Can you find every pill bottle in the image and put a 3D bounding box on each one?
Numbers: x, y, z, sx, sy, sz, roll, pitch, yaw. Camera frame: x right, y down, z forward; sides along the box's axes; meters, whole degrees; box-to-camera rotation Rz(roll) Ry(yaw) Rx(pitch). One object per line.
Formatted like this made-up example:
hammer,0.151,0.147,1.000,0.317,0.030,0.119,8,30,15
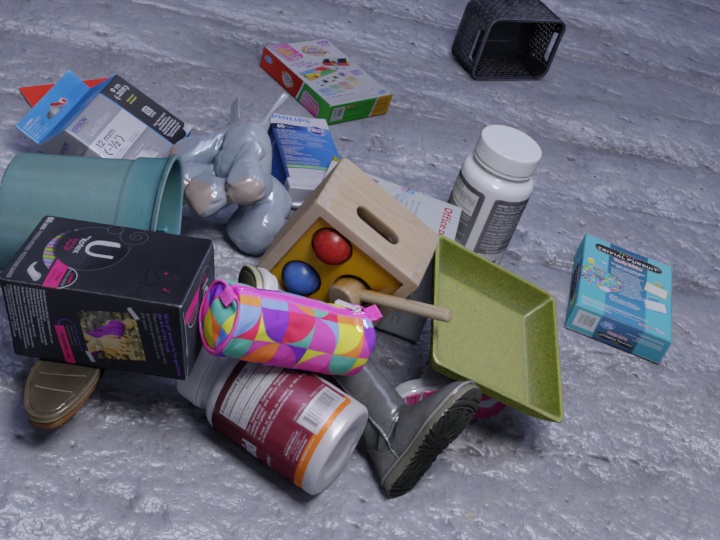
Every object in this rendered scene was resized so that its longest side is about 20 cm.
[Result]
pill bottle,0.190,-0.105,1.566,0.112,0.202,0.114,13,36,-10
pill bottle,-0.101,0.150,1.181,0.199,0.115,0.114,31,38,16

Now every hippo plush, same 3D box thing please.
hippo plush,-0.171,-0.114,1.463,0.157,0.162,0.202,-2,50,18

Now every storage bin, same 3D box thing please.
storage bin,0.298,-0.468,2.130,0.198,0.136,0.094,-6,44,-31

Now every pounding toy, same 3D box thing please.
pounding toy,0.000,0.000,1.264,0.199,0.184,0.143,39,41,-9

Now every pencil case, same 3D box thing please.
pencil case,-0.075,0.061,1.135,0.198,0.089,0.089,10,35,-38

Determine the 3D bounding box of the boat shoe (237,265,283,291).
boat shoe,-0.116,0.042,1.255,0.067,0.200,0.076,7,77,-14

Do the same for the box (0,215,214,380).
box,-0.265,0.027,1.134,0.197,0.107,0.123,8,37,5

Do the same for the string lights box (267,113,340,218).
string lights box,-0.086,-0.162,1.629,0.101,0.059,0.201,4,39,-21

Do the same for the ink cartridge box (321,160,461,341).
ink cartridge box,0.020,-0.026,1.434,0.198,0.146,0.146,20,36,2

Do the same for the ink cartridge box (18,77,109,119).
ink cartridge box,-0.405,-0.248,1.601,0.161,0.057,0.201,-14,53,-37

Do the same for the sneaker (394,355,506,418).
sneaker,0.104,0.145,1.322,0.198,0.082,0.088,-4,41,-41

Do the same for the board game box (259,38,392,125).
board game box,-0.062,-0.340,1.882,0.152,0.041,0.200,-17,50,-39

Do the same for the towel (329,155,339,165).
towel,0.031,-0.090,1.570,0.199,0.018,0.086,36,29,-17

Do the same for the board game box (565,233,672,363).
board game box,0.398,0.039,1.610,0.149,0.047,0.201,22,36,2

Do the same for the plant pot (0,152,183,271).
plant pot,-0.329,-0.056,1.287,0.193,0.202,0.201,9,37,-1

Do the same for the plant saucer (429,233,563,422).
plant saucer,0.157,0.080,1.300,0.198,0.048,0.202,27,44,-22

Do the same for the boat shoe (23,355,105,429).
boat shoe,-0.313,0.113,1.163,0.071,0.069,0.201,8,35,3

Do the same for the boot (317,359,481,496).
boot,0.026,0.135,1.223,0.072,0.182,0.201,18,29,-51

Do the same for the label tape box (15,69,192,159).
label tape box,-0.358,-0.200,1.484,0.199,0.066,0.144,37,47,-9
